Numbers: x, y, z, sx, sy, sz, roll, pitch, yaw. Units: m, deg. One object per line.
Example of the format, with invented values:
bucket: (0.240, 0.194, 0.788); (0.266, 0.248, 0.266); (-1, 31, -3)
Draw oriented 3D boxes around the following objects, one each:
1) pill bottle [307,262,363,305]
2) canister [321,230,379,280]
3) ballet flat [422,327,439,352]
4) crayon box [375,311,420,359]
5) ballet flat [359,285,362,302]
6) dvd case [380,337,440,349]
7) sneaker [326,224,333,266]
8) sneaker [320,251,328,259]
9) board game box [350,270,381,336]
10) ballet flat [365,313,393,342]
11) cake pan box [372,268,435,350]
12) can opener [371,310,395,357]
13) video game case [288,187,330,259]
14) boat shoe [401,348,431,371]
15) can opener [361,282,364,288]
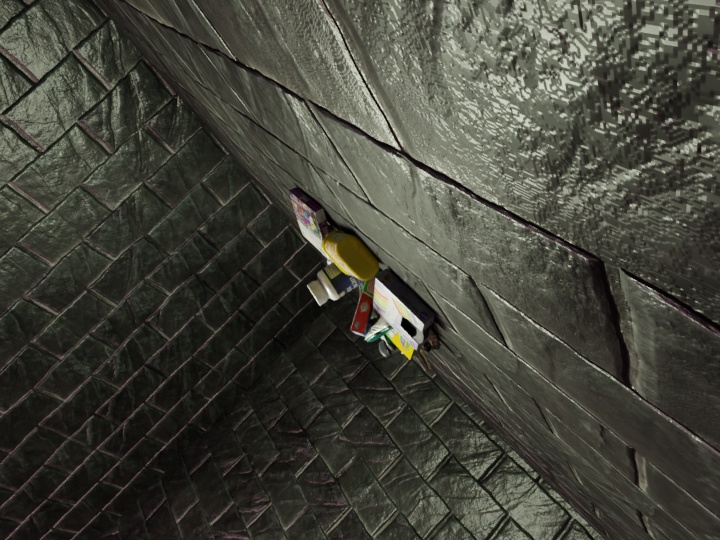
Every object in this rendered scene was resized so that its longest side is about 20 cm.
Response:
pill bottle: (-0.073, 0.027, 1.687); (0.112, 0.199, 0.111); (55, 174, 10)
canister: (-0.031, -0.046, 1.501); (0.149, 0.087, 0.200); (47, 174, -15)
ballet flat: (0.216, 0.220, 1.678); (0.075, 0.064, 0.200); (35, 170, 35)
crayon box: (0.129, 0.164, 1.608); (0.173, 0.058, 0.201); (45, 154, 23)
ballet flat: (0.030, 0.087, 1.816); (0.070, 0.069, 0.202); (50, -151, -45)
dvd case: (0.172, 0.249, 1.856); (0.198, 0.022, 0.146); (5, -164, -27)
sneaker: (-0.077, -0.065, 1.759); (0.087, 0.074, 0.202); (15, 133, 33)
sneaker: (-0.093, -0.057, 2.042); (0.200, 0.075, 0.116); (45, 178, 6)
board game box: (0.022, 0.103, 1.611); (0.040, 0.202, 0.153); (16, 172, 7)
ballet flat: (0.062, 0.171, 1.608); (0.069, 0.069, 0.200); (45, 151, 1)
cake pan box: (0.119, 0.115, 1.430); (0.200, 0.052, 0.185); (44, 160, 20)
can opener: (0.066, 0.212, 1.777); (0.053, 0.067, 0.201); (38, -163, -45)
video game case: (-0.156, -0.155, 1.650); (0.200, 0.036, 0.183); (41, 153, 48)
boat shoe: (0.164, 0.262, 1.729); (0.201, 0.065, 0.072); (55, 171, 2)
can opener: (0.000, 0.000, 1.777); (0.200, 0.066, 0.053); (50, 176, 20)
